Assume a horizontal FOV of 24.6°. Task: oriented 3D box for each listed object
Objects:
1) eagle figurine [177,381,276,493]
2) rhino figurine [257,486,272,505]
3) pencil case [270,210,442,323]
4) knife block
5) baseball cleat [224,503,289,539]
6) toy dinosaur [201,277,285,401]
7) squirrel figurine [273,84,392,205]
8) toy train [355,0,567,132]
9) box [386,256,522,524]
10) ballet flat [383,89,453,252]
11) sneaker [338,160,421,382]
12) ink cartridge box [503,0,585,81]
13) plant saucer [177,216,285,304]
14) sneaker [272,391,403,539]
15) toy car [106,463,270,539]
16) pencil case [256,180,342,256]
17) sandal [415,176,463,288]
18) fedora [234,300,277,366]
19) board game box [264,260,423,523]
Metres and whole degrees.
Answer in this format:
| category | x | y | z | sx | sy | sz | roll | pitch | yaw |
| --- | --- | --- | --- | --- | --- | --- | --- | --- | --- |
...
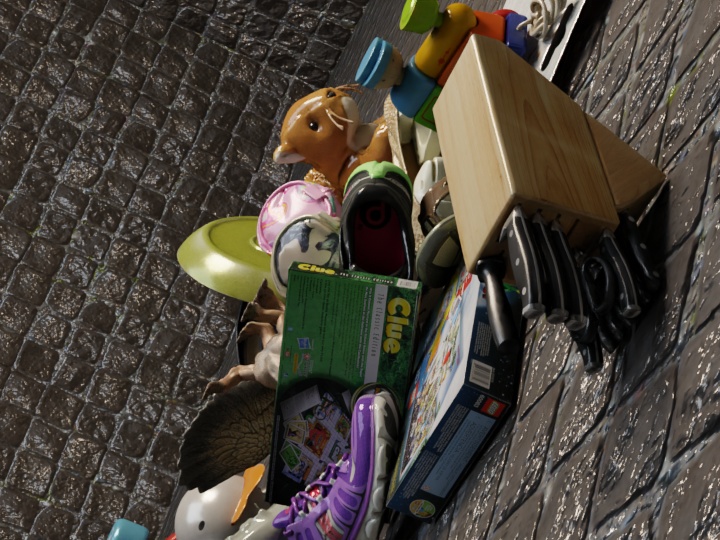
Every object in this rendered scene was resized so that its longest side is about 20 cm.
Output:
| category | x | y | z | sx | sy | sz | roll | pitch | yaw |
| --- | --- | --- | --- | --- | --- | --- | --- | --- | --- |
| eagle figurine | -0.052 | 0.151 | 1.491 | 0.200 | 0.151 | 0.152 | -49 | -48 | -56 |
| rhino figurine | -0.050 | 0.166 | 1.629 | 0.201 | 0.087 | 0.060 | -65 | 28 | 19 |
| pencil case | 0.000 | 0.000 | 1.441 | 0.200 | 0.077 | 0.090 | 16 | -80 | -61 |
| knife block | 0.088 | -0.036 | 0.940 | 0.175 | 0.200 | 0.064 | -29 | -25 | -49 |
| baseball cleat | -0.026 | 0.213 | 1.378 | 0.200 | 0.107 | 0.070 | -36 | -4 | -33 |
| toy dinosaur | -0.046 | 0.082 | 1.414 | 0.086 | 0.135 | 0.200 | -63 | 0 | 24 |
| squirrel figurine | -0.002 | -0.093 | 1.674 | 0.200 | 0.186 | 0.142 | 121 | 169 | -48 |
| toy train | 0.086 | -0.203 | 1.373 | 0.200 | 0.115 | 0.085 | -55 | 18 | 39 |
| box | 0.075 | 0.066 | 1.207 | 0.201 | 0.037 | 0.137 | -76 | 10 | -50 |
| ballet flat | 0.061 | -0.096 | 1.466 | 0.065 | 0.070 | 0.201 | 110 | 150 | -55 |
| sneaker | 0.009 | 0.017 | 1.306 | 0.084 | 0.076 | 0.202 | -62 | -32 | -75 |
| ink cartridge box | 0.157 | -0.185 | 1.421 | 0.161 | 0.047 | 0.200 | -67 | 16 | -4 |
| plant saucer | -0.088 | -0.014 | 1.703 | 0.200 | 0.198 | 0.031 | -86 | 8 | -69 |
| sneaker | -0.021 | 0.182 | 1.253 | 0.081 | 0.083 | 0.201 | -60 | -12 | -70 |
| toy car | -0.141 | 0.270 | 1.559 | 0.177 | 0.183 | 0.201 | -81 | 16 | -62 |
| pencil case | -0.017 | -0.011 | 1.568 | 0.200 | 0.087 | 0.088 | 40 | -112 | -52 |
| sandal | 0.076 | -0.045 | 1.327 | 0.080 | 0.057 | 0.201 | -56 | -3 | 25 |
| fedora | -0.040 | 0.078 | 1.704 | 0.091 | 0.201 | 0.202 | -15 | 42 | 35 |
| board game box | -0.014 | 0.097 | 1.283 | 0.023 | 0.104 | 0.202 | -60 | -21 | -68 |
